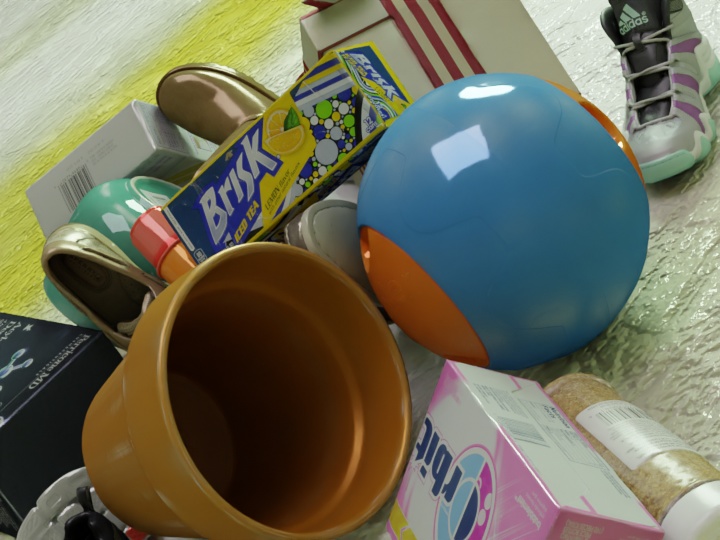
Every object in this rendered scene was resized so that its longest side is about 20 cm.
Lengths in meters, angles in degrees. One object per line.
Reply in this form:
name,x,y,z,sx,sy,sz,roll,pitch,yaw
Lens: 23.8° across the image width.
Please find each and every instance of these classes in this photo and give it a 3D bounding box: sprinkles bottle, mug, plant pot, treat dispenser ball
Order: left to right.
mug,-0.165,-0.003,1.455,0.152,0.184,0.115,-80,16,-74
plant pot,-0.097,0.104,1.174,0.183,0.200,0.200,-27,20,49
treat dispenser ball,0.097,-0.033,1.160,0.200,0.201,0.201,-26,25,13
sprinkles bottle,0.162,0.121,0.962,0.068,0.068,0.200,-35,24,-6

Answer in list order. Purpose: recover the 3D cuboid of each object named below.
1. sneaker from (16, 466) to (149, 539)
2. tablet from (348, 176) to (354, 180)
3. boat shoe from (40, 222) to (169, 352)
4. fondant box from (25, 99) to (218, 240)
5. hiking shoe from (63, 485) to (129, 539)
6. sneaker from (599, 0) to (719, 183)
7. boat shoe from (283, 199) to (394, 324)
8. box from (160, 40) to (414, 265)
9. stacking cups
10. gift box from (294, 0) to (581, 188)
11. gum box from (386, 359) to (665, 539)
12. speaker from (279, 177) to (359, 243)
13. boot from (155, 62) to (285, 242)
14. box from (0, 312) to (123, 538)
sneaker,-0.175,0.165,1.301,0.200,0.077,0.082,-39,-1,-17
tablet,0.065,-0.133,1.469,0.198,0.014,0.131,-8,43,-7
boat shoe,-0.169,0.040,1.351,0.071,0.199,0.065,-55,11,11
fondant box,-0.190,-0.079,1.583,0.144,0.058,0.200,-36,-20,22
hiking shoe,-0.210,0.240,1.138,0.075,0.101,0.200,-18,28,29
sneaker,0.220,-0.166,1.330,0.077,0.140,0.200,-20,27,24
boat shoe,0.000,0.000,1.251,0.059,0.200,0.072,-14,71,29
box,-0.053,-0.078,1.250,0.200,0.070,0.064,-39,-8,30
stacking cups,-0.098,0.022,1.312,0.060,0.061,0.200,-39,69,-15
gift box,0.042,-0.141,1.341,0.199,0.187,0.185,-25,-18,-13
gum box,0.082,0.141,0.952,0.200,0.066,0.114,-125,53,-65
speaker,0.003,-0.055,1.457,0.081,0.081,0.200,-10,33,39
boot,-0.108,-0.104,1.417,0.174,0.067,0.200,17,24,2
box,-0.284,0.128,1.424,0.148,0.107,0.199,-45,28,-26
